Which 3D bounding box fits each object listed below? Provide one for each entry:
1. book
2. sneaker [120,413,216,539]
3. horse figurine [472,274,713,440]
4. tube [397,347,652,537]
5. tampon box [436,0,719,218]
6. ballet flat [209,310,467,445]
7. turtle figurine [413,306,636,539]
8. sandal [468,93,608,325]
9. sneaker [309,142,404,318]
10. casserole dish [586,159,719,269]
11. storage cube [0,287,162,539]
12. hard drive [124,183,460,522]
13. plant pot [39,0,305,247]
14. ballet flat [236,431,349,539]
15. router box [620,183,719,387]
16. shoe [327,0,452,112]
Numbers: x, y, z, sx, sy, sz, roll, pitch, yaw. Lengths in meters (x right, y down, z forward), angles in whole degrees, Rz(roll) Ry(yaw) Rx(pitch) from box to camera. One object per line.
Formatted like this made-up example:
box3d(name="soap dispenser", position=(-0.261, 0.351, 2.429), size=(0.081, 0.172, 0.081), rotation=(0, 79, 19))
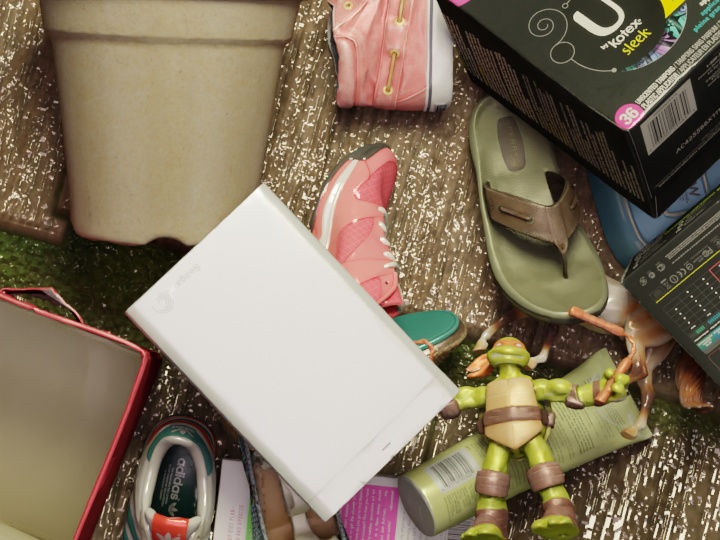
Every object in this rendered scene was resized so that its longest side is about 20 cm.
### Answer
box3d(name="book", position=(-0.012, 0.217, 1.397), size=(0.200, 0.048, 0.134), rotation=(7, 86, -4))
box3d(name="sneaker", position=(-0.147, 0.205, 1.367), size=(0.070, 0.093, 0.200), rotation=(9, 87, -2))
box3d(name="horse figurine", position=(0.181, 0.041, 1.402), size=(0.200, 0.050, 0.133), rotation=(28, 63, 8))
box3d(name="tube", position=(0.123, 0.134, 1.393), size=(0.200, 0.052, 0.058), rotation=(-26, 125, -21))
box3d(name="tampon box", position=(0.182, -0.168, 1.337), size=(0.150, 0.126, 0.200), rotation=(-44, 58, -8))
box3d(name="ballet flat", position=(-0.013, 0.085, 1.402), size=(0.200, 0.071, 0.065), rotation=(-15, 115, 0))
box3d(name="turtle figurine", position=(0.101, 0.114, 1.335), size=(0.200, 0.064, 0.161), rotation=(-3, 68, 4))
box3d(name="sandal", position=(0.125, -0.050, 1.382), size=(0.080, 0.057, 0.201), rotation=(-15, 68, -8))
box3d(name="sneaker", position=(0.000, 0.000, 1.370), size=(0.087, 0.074, 0.200), rotation=(17, 67, 16))
box3d(name="casserole dish", position=(0.235, -0.089, 1.425), size=(0.121, 0.039, 0.200), rotation=(-15, 89, -2))
box3d(name="storage cube", position=(-0.252, 0.107, 1.325), size=(0.171, 0.180, 0.200), rotation=(21, 86, -1))
box3d(name="hard drive", position=(-0.047, 0.057, 1.293), size=(0.132, 0.026, 0.200), rotation=(-44, 92, -8))
box3d(name="plant pot", position=(-0.140, -0.115, 1.349), size=(0.200, 0.200, 0.184), rotation=(2, 99, -2))
box3d(name="ballet flat", position=(-0.046, 0.177, 1.332), size=(0.074, 0.074, 0.200), rotation=(-18, 95, -3))
box3d(name="router box", position=(0.311, -0.006, 1.336), size=(0.150, 0.062, 0.200), rotation=(47, 114, -3))
box3d(name="shoe", position=(0.020, -0.219, 1.405), size=(0.091, 0.071, 0.200), rotation=(-1, 90, -5))
